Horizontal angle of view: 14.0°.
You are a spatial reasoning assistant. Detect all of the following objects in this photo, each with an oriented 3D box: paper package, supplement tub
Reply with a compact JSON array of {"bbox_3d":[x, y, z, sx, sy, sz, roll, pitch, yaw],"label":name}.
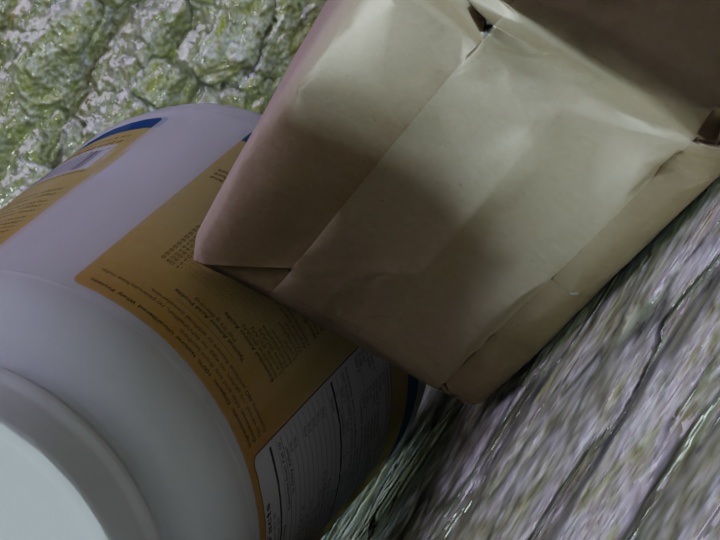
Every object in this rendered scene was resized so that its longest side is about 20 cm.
[{"bbox_3d":[0.058,-0.088,0.822,0.200,0.103,0.191,-63,7,-33],"label":"paper package"},{"bbox_3d":[-0.077,0.047,0.889,0.145,0.145,0.200,-55,-6,34],"label":"supplement tub"}]
